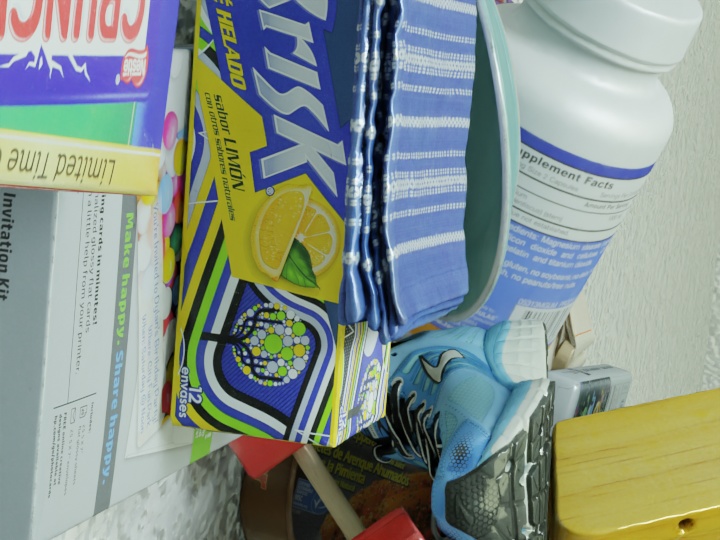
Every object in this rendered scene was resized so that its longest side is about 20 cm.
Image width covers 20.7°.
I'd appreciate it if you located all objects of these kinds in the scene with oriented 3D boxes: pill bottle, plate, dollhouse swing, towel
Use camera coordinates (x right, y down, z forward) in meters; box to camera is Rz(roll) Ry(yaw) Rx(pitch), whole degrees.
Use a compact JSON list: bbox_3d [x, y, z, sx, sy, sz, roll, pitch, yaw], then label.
[{"bbox_3d":[0.081,-0.057,0.947,0.201,0.112,0.112,-64,173,26],"label":"pill bottle"},{"bbox_3d":[0.031,-0.078,0.862,0.200,0.025,0.202,169,-90,-72],"label":"plate"},{"bbox_3d":[0.152,0.188,0.884,0.176,0.180,0.201,-117,-157,-46],"label":"dollhouse swing"},{"bbox_3d":[0.027,-0.080,0.699,0.145,0.024,0.202,-14,109,-75],"label":"towel"}]

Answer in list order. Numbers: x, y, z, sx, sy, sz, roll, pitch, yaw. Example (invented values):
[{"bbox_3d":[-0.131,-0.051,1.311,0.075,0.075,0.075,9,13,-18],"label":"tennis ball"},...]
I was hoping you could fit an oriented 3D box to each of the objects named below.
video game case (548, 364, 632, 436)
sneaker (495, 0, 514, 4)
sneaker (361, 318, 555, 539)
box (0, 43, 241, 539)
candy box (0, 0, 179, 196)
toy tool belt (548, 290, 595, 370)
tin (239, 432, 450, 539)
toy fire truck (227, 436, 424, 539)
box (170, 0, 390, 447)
[{"bbox_3d":[0.091,0.148,1.022,0.182,0.023,0.202,5,102,-74],"label":"video game case"},{"bbox_3d":[0.048,-0.150,1.015,0.200,0.080,0.084,19,75,-74],"label":"sneaker"},{"bbox_3d":[0.037,0.073,0.843,0.200,0.089,0.079,-78,170,-78],"label":"sneaker"},{"bbox_3d":[-0.083,-0.002,0.694,0.200,0.041,0.157,-20,117,-74],"label":"box"},{"bbox_3d":[-0.101,-0.123,0.498,0.169,0.076,0.202,-4,103,-74],"label":"candy box"},{"bbox_3d":[0.075,0.037,1.113,0.123,0.124,0.202,-51,130,-66],"label":"toy tool belt"},{"bbox_3d":[0.006,0.108,0.991,0.200,0.042,0.113,30,77,-57],"label":"tin"},{"bbox_3d":[0.012,0.133,0.819,0.201,0.049,0.141,58,-3,-19],"label":"toy fire truck"},{"bbox_3d":[-0.021,-0.044,0.702,0.070,0.064,0.202,-17,112,-73],"label":"box"}]
